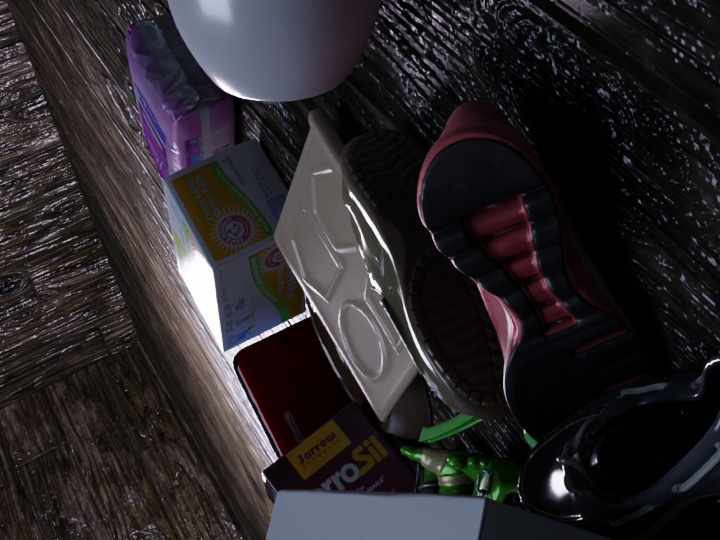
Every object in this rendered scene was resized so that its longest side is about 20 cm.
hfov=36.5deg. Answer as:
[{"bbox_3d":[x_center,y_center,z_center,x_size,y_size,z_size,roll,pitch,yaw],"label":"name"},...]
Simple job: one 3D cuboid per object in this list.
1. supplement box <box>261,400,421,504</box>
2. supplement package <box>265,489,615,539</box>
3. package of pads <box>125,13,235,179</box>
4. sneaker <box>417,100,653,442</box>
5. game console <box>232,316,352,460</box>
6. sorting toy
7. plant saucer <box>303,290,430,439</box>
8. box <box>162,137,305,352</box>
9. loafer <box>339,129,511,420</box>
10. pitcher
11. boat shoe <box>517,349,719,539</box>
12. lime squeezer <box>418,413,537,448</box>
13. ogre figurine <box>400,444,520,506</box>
[{"bbox_3d":[0.014,0.233,0.975,0.200,0.110,0.086,48,164,19],"label":"supplement box"},{"bbox_3d":[0.068,0.197,0.505,0.191,0.199,0.148,-16,56,58],"label":"supplement package"},{"bbox_3d":[-0.181,-0.158,1.118,0.121,0.075,0.200,61,164,19],"label":"package of pads"},{"bbox_3d":[0.093,0.001,0.545,0.087,0.073,0.201,-78,-35,-58],"label":"sneaker"},{"bbox_3d":[-0.053,0.161,1.137,0.118,0.172,0.201,-31,85,47],"label":"game console"},{"bbox_3d":[0.000,0.000,0.830,0.186,0.036,0.200,59,156,20],"label":"sorting toy"},{"bbox_3d":[-0.002,0.067,0.977,0.201,0.032,0.201,56,163,26],"label":"plant saucer"},{"bbox_3d":[-0.121,-0.020,1.090,0.113,0.101,0.200,58,163,22],"label":"box"},{"bbox_3d":[0.046,0.004,0.662,0.068,0.075,0.201,92,158,-60],"label":"loafer"},{"bbox_3d":[-0.051,-0.211,0.589,0.172,0.120,0.201,-103,10,-55],"label":"pitcher"},{"bbox_3d":[0.115,0.071,0.462,0.200,0.062,0.073,144,138,-59],"label":"boat shoe"},{"bbox_3d":[0.096,0.102,0.662,0.038,0.071,0.200,31,176,-32],"label":"lime squeezer"},{"bbox_3d":[0.073,0.192,0.790,0.200,0.097,0.121,-8,73,60],"label":"ogre figurine"}]
